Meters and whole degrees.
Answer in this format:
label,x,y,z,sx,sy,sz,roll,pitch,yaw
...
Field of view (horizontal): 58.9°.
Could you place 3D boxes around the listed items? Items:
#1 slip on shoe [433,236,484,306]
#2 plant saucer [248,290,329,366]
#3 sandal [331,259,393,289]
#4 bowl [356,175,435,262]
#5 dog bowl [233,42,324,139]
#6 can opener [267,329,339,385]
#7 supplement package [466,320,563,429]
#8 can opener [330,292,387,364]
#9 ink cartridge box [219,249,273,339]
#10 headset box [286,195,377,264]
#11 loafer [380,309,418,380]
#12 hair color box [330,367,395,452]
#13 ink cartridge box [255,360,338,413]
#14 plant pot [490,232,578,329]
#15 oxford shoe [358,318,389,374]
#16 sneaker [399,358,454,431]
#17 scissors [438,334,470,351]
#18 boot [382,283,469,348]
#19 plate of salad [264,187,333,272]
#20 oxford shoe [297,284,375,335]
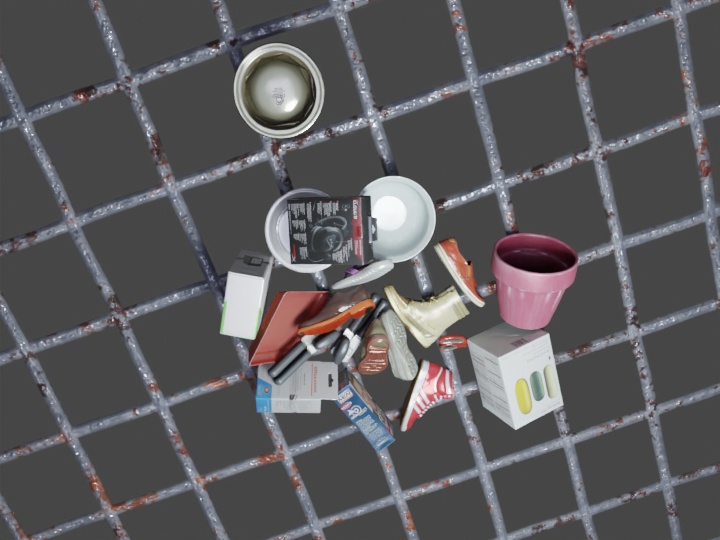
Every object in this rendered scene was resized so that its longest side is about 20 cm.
label,x,y,z,sx,sy,sz,roll,pitch,yaw
slip on shoe,0.255,0.005,1.571,0.061,0.074,0.201,-33,102,2
plant saucer,-0.177,0.127,1.528,0.037,0.199,0.201,34,104,24
sandal,0.005,0.000,1.514,0.082,0.202,0.050,-4,76,-43
bowl,0.072,-0.128,1.503,0.199,0.090,0.203,-1,107,-4
dog bowl,-0.179,-0.397,1.412,0.198,0.074,0.202,-2,107,-5
can opener,-0.141,0.200,1.564,0.200,0.066,0.053,-41,109,-24
supplement package,0.385,0.252,1.593,0.151,0.151,0.202,-22,108,-16
can opener,-0.003,0.151,1.592,0.053,0.067,0.201,33,101,-13
ink cartridge box,-0.259,0.050,1.472,0.083,0.200,0.147,10,105,-4
headset box,-0.058,-0.091,1.429,0.198,0.077,0.150,0,99,19
loafer,0.083,0.190,1.607,0.069,0.070,0.202,-7,112,32
hair color box,0.005,0.357,1.636,0.060,0.100,0.200,-36,106,6
ink cartridge box,-0.157,0.289,1.587,0.198,0.117,0.068,2,137,-5
plant pot,0.409,0.032,1.539,0.198,0.201,0.180,-2,122,-4
oxford shoe,0.035,0.194,1.585,0.070,0.074,0.201,4,144,-11
sneaker,0.177,0.338,1.661,0.112,0.071,0.202,18,102,-6
scissors,0.295,0.185,1.635,0.198,0.014,0.073,-1,143,-4
boot,0.163,0.077,1.581,0.155,0.073,0.200,-38,108,7
plate of salad,-0.127,-0.096,1.519,0.198,0.048,0.202,0,98,1
oxford shoe,-0.067,0.099,1.554,0.199,0.071,0.073,-23,71,-6
